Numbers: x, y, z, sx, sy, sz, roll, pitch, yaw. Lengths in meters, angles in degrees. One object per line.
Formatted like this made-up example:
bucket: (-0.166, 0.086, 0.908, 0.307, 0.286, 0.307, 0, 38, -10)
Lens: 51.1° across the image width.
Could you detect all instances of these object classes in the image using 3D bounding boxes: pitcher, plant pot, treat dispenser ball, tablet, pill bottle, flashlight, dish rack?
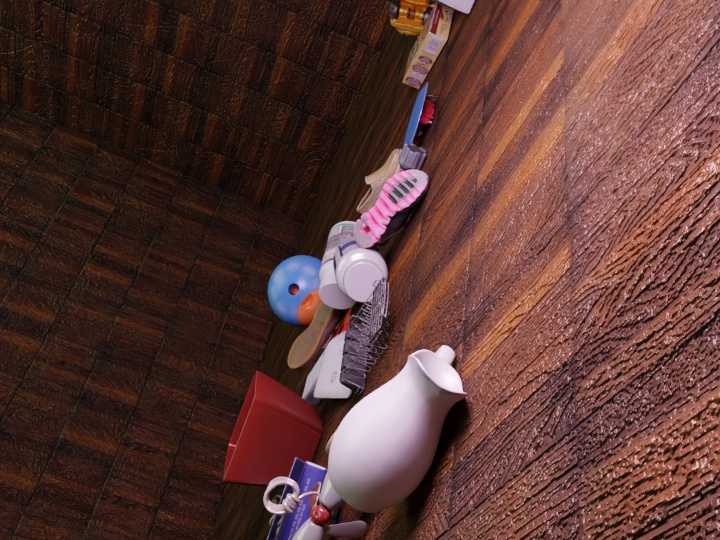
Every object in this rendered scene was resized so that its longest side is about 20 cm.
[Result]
pitcher: (0.052, 0.189, 0.940, 0.201, 0.121, 0.171, -56, -8, 15)
plant pot: (-0.191, 0.373, 1.699, 0.200, 0.174, 0.202, -126, 58, -78)
treat dispenser ball: (-0.164, 0.058, 2.133, 0.201, 0.198, 0.204, -159, 90, -81)
tablet: (-0.046, 0.208, 1.604, 0.200, 0.014, 0.132, -21, 49, 65)
pill bottle: (0.000, 0.000, 1.585, 0.200, 0.110, 0.112, -108, 40, -75)
flashlight: (0.077, -0.179, 1.651, 0.068, 0.067, 0.202, -85, 17, -62)
pill bottle: (-0.038, -0.013, 1.827, 0.114, 0.112, 0.202, 121, 166, -47)
dish rack: (0.017, 0.117, 1.413, 0.155, 0.054, 0.201, -85, 20, -47)

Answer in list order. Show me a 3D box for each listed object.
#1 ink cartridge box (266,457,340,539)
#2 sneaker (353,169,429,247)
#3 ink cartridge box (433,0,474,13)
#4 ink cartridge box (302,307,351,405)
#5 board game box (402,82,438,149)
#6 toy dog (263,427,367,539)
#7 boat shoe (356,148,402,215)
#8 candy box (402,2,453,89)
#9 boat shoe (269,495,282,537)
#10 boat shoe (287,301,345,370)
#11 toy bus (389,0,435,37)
ink cartridge box: (-0.087, 0.407, 1.174, 0.200, 0.046, 0.200, 59, -132, -66)
sneaker: (0.075, -0.122, 1.538, 0.200, 0.095, 0.080, -45, 58, 22)
ink cartridge box: (0.235, -0.697, 1.781, 0.200, 0.083, 0.148, -94, 26, -69)
ink cartridge box: (-0.080, 0.201, 1.819, 0.161, 0.047, 0.202, 121, 164, -48)
board game box: (0.139, -0.336, 1.729, 0.200, 0.038, 0.160, -161, 86, -86)
toy dog: (-0.030, 0.320, 1.090, 0.199, 0.132, 0.096, -39, -24, 3)
boat shoe: (0.047, -0.219, 1.885, 0.072, 0.075, 0.202, -88, 21, -64)
candy box: (0.176, -0.589, 1.980, 0.200, 0.055, 0.117, 126, 161, -59)
boat shoe: (-0.153, 0.516, 1.515, 0.201, 0.065, 0.073, -116, 48, -77)
boat shoe: (-0.105, 0.167, 1.888, 0.070, 0.070, 0.201, 35, 89, 39)
toy bus: (0.162, -0.791, 2.319, 0.192, 0.134, 0.203, 96, -172, -73)
